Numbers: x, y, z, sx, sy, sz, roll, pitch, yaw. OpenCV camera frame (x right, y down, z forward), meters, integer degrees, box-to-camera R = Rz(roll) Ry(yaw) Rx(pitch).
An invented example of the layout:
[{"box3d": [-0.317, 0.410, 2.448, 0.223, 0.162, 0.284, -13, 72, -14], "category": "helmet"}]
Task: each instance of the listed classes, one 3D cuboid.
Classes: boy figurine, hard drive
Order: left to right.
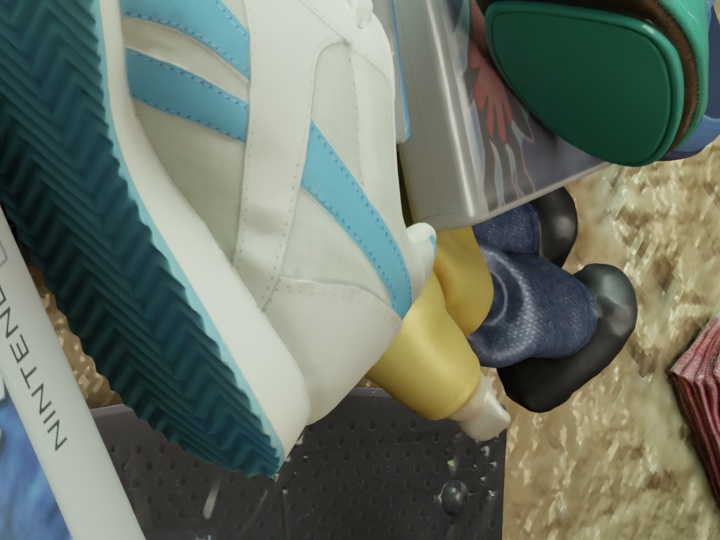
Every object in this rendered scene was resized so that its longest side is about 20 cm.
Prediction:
[{"box3d": [-0.033, 0.101, 0.871, 0.199, 0.042, 0.136, 1, 92, -49], "category": "hard drive"}, {"box3d": [0.000, 0.000, 0.860, 0.199, 0.125, 0.064, 7, 132, -49], "category": "boy figurine"}]

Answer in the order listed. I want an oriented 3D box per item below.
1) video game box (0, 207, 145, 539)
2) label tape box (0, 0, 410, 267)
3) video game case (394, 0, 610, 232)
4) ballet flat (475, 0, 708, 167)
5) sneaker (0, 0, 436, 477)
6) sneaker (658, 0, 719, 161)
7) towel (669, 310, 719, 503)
[{"box3d": [-0.137, 0.043, 0.581, 0.200, 0.047, 0.183, -46, 121, -45], "category": "video game box"}, {"box3d": [-0.088, -0.076, 0.689, 0.199, 0.066, 0.144, -21, 112, -38], "category": "label tape box"}, {"box3d": [0.038, -0.123, 0.890, 0.182, 0.023, 0.201, -24, 104, -66], "category": "video game case"}, {"box3d": [0.061, -0.095, 0.788, 0.071, 0.067, 0.200, -69, 156, -14], "category": "ballet flat"}, {"box3d": [-0.045, -0.053, 0.647, 0.081, 0.076, 0.201, -45, 131, -30], "category": "sneaker"}, {"box3d": [0.084, -0.116, 0.864, 0.074, 0.082, 0.201, -75, 149, -47], "category": "sneaker"}, {"box3d": [0.197, 0.037, 1.138, 0.200, 0.023, 0.145, -47, 125, -36], "category": "towel"}]
